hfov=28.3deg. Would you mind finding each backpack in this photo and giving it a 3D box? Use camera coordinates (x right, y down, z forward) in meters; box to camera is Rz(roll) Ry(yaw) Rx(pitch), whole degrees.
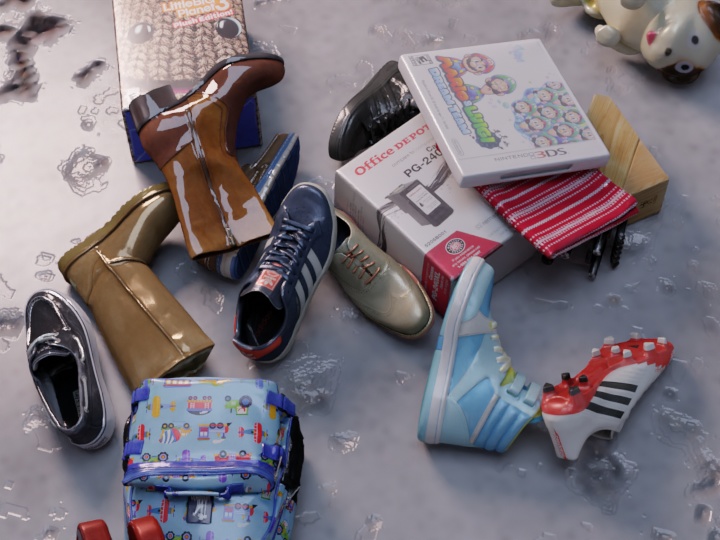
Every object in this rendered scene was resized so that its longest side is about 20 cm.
[{"bbox_3d":[-0.150,0.219,1.389,0.182,0.135,0.201,4,59,4],"label":"backpack"}]

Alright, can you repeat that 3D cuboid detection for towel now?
[{"bbox_3d":[0.194,-0.106,1.580,0.144,0.023,0.200,-26,59,-28],"label":"towel"}]

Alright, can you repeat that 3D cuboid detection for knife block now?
[{"bbox_3d":[0.253,-0.092,1.636,0.175,0.064,0.200,-20,58,-14],"label":"knife block"}]

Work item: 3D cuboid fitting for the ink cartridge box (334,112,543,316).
[{"bbox_3d":[0.085,-0.067,1.608,0.145,0.083,0.200,-36,63,-22],"label":"ink cartridge box"}]

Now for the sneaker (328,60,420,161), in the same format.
[{"bbox_3d":[0.052,-0.191,1.707,0.104,0.060,0.200,23,56,21],"label":"sneaker"}]

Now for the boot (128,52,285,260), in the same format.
[{"bbox_3d":[-0.136,-0.129,1.574,0.188,0.069,0.200,-22,76,-19],"label":"boot"}]

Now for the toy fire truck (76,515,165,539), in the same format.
[{"bbox_3d":[-0.221,0.330,1.294,0.112,0.168,0.200,-13,55,-21],"label":"toy fire truck"}]

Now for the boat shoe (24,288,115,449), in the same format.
[{"bbox_3d":[-0.320,0.095,1.503,0.072,0.068,0.200,-29,60,9],"label":"boat shoe"}]

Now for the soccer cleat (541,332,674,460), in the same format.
[{"bbox_3d":[0.261,0.128,1.491,0.068,0.085,0.200,7,25,44],"label":"soccer cleat"}]

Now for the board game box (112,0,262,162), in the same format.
[{"bbox_3d":[-0.211,-0.246,1.724,0.159,0.097,0.201,-8,56,-5],"label":"board game box"}]

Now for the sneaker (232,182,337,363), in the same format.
[{"bbox_3d":[-0.083,0.002,1.509,0.075,0.084,0.201,16,91,19],"label":"sneaker"}]

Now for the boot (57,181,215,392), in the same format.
[{"bbox_3d":[-0.217,0.022,1.560,0.175,0.066,0.200,-40,61,-2],"label":"boot"}]

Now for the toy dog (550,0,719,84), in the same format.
[{"bbox_3d":[0.361,-0.318,1.764,0.194,0.140,0.200,2,44,-44],"label":"toy dog"}]

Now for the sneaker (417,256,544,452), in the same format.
[{"bbox_3d":[0.141,0.094,1.482,0.130,0.080,0.201,14,88,5],"label":"sneaker"}]

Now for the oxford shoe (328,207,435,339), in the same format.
[{"bbox_3d":[0.000,0.000,1.558,0.200,0.074,0.071,42,93,26],"label":"oxford shoe"}]

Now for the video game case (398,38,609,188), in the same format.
[{"bbox_3d":[0.159,-0.181,1.607,0.181,0.024,0.200,-10,52,-19],"label":"video game case"}]

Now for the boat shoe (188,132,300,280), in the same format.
[{"bbox_3d":[-0.132,-0.086,1.630,0.072,0.072,0.200,19,58,14],"label":"boat shoe"}]
